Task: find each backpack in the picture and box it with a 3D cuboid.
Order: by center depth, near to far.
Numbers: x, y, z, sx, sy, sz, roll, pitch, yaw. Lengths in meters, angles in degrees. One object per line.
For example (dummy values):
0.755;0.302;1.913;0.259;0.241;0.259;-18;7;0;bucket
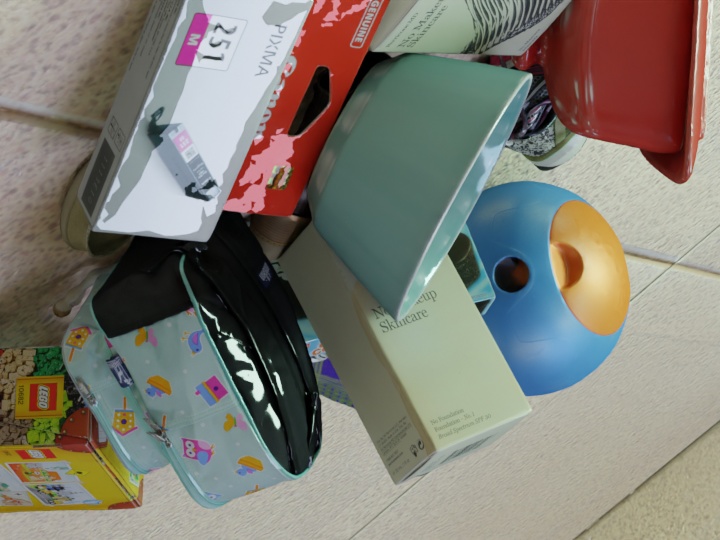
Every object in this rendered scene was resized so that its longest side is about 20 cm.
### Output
-0.115;0.071;1.517;0.152;0.201;0.176;-29;-163;17;backpack

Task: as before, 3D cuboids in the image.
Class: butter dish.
0.188;-0.177;1.621;0.146;0.202;0.200;1;-168;-3;butter dish

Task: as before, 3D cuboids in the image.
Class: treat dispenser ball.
0.154;0.017;1.958;0.200;0.202;0.201;-30;160;-12;treat dispenser ball

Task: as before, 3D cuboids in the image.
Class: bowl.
0.032;-0.075;1.500;0.202;0.104;0.201;-61;175;-10;bowl

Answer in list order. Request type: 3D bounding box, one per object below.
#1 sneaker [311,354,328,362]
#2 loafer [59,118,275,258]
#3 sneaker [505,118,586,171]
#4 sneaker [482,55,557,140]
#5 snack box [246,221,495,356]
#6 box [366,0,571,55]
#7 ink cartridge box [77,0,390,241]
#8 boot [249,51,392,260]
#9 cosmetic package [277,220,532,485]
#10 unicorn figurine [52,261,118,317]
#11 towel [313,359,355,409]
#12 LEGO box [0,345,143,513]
-0.006;0.059;1.796;0.076;0.200;0.116;-36;167;-51;sneaker
-0.136;-0.071;1.475;0.200;0.069;0.075;-44;159;23;loafer
0.180;-0.160;1.795;0.088;0.077;0.200;-3;142;-42;sneaker
0.109;-0.131;1.732;0.199;0.075;0.081;-36;161;6;sneaker
0.000;0.000;1.730;0.198;0.117;0.037;-13;157;-20;snack box
0.070;-0.205;1.503;0.199;0.069;0.082;-9;147;-53;box
-0.077;-0.108;1.389;0.172;0.044;0.201;5;126;-33;ink cartridge box
-0.005;-0.098;1.633;0.200;0.072;0.167;-32;154;-55;boot
0.033;0.049;1.587;0.103;0.201;0.073;-20;165;-35;cosmetic package
-0.175;0.024;1.648;0.137;0.074;0.200;-37;177;-25;unicorn figurine
-0.030;0.078;1.921;0.200;0.142;0.023;109;-1;-63;towel
-0.259;0.127;1.621;0.147;0.078;0.200;-2;159;4;LEGO box
